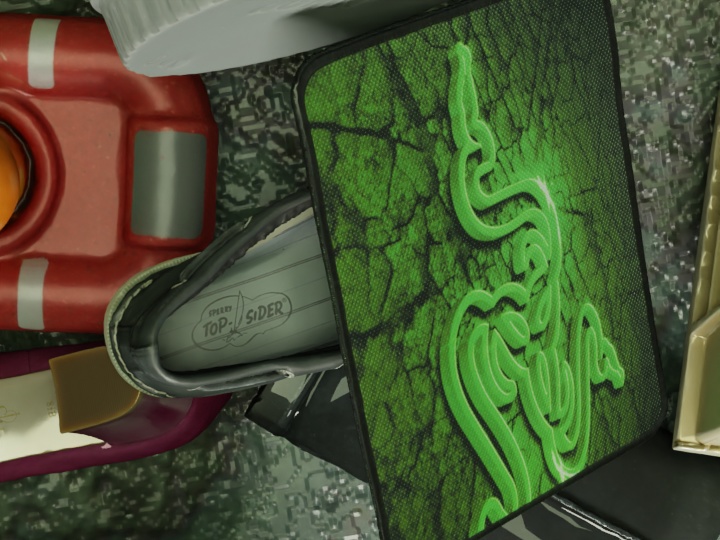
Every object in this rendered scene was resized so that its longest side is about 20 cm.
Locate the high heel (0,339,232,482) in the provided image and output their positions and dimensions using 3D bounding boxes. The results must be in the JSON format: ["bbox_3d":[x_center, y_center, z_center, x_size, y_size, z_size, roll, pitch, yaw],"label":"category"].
[{"bbox_3d":[-0.155,0.062,0.820,0.198,0.096,0.068,-16,77,19],"label":"high heel"}]

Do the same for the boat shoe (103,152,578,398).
[{"bbox_3d":[-0.001,-0.002,0.727,0.197,0.066,0.075,-16,94,-10],"label":"boat shoe"}]

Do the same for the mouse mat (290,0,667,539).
[{"bbox_3d":[0.052,-0.002,0.721,0.160,0.007,0.202,-24,112,-35],"label":"mouse mat"}]

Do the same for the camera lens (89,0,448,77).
[{"bbox_3d":[-0.040,-0.185,0.659,0.158,0.160,0.202,-16,87,0],"label":"camera lens"}]

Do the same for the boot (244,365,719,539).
[{"bbox_3d":[0.076,0.045,0.805,0.199,0.066,0.166,32,95,-4],"label":"boot"}]

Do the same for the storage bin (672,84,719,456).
[{"bbox_3d":[0.244,-0.014,0.771,0.198,0.094,0.201,9,80,-2],"label":"storage bin"}]

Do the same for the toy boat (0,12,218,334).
[{"bbox_3d":[-0.158,-0.038,0.759,0.198,0.131,0.132,2,95,-2],"label":"toy boat"}]
